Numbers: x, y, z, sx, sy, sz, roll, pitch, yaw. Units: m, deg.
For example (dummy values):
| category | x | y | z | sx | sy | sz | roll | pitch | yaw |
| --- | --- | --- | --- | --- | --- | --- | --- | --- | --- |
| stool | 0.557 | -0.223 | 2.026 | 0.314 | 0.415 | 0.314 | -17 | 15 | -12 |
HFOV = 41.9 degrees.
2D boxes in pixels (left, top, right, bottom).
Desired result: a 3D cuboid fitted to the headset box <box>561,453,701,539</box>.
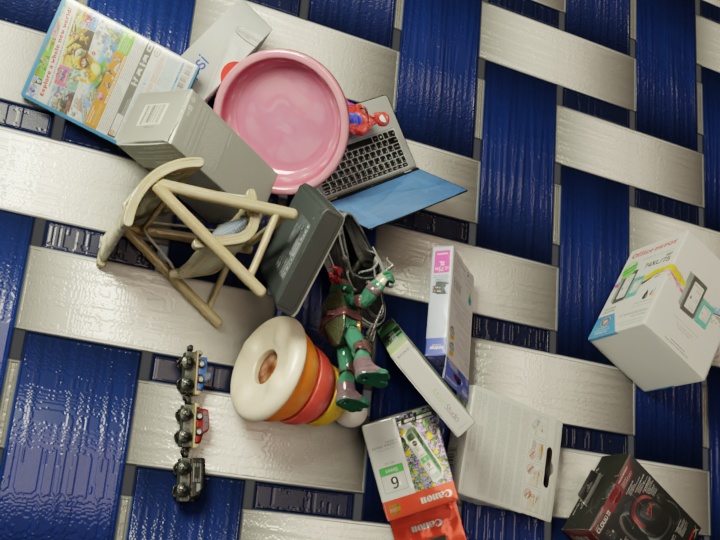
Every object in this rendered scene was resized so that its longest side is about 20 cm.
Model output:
| category | x | y | z | sx | sy | sz | roll | pitch | yaw |
| --- | --- | --- | --- | --- | --- | --- | --- | --- | --- |
| headset box | 0.420 | 0.398 | 1.475 | 0.200 | 0.075 | 0.149 | 44 | 63 | -10 |

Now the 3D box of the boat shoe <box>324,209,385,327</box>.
| category | x | y | z | sx | sy | sz | roll | pitch | yaw |
| --- | --- | --- | --- | --- | --- | --- | --- | --- | --- |
| boat shoe | 0.000 | 0.000 | 1.337 | 0.072 | 0.067 | 0.203 | -47 | 125 | -38 |

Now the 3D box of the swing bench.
| category | x | y | z | sx | sy | sz | roll | pitch | yaw |
| --- | --- | --- | --- | --- | --- | --- | --- | --- | --- |
| swing bench | -0.217 | -0.044 | 1.205 | 0.197 | 0.198 | 0.132 | 29 | 66 | -17 |

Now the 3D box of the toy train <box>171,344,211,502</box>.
| category | x | y | z | sx | sy | sz | roll | pitch | yaw |
| --- | --- | --- | --- | --- | --- | --- | --- | --- | --- |
| toy train | -0.220 | 0.200 | 1.236 | 0.045 | 0.034 | 0.205 | 7 | 75 | -28 |

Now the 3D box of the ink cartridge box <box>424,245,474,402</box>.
| category | x | y | z | sx | sy | sz | roll | pitch | yaw |
| --- | --- | --- | --- | --- | --- | --- | --- | --- | --- |
| ink cartridge box | 0.132 | 0.080 | 1.388 | 0.119 | 0.041 | 0.204 | 47 | 42 | -57 |

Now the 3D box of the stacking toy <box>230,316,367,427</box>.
| category | x | y | z | sx | sy | sz | roll | pitch | yaw |
| --- | --- | --- | --- | --- | --- | --- | --- | --- | --- |
| stacking toy | -0.068 | 0.166 | 1.289 | 0.199 | 0.144 | 0.149 | 33 | 64 | -36 |

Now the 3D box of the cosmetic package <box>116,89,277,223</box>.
| category | x | y | z | sx | sy | sz | roll | pitch | yaw |
| --- | --- | --- | --- | --- | --- | --- | --- | --- | --- |
| cosmetic package | -0.210 | -0.146 | 1.239 | 0.200 | 0.105 | 0.092 | 46 | 56 | -45 |

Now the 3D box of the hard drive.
| category | x | y | z | sx | sy | sz | roll | pitch | yaw |
| --- | --- | --- | --- | --- | --- | --- | --- | --- | --- |
| hard drive | -0.082 | -0.034 | 1.244 | 0.032 | 0.200 | 0.142 | 25 | 98 | -18 |

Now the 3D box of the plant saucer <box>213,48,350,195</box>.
| category | x | y | z | sx | sy | sz | roll | pitch | yaw |
| --- | --- | --- | --- | --- | --- | --- | --- | --- | --- |
| plant saucer | -0.109 | -0.212 | 1.331 | 0.201 | 0.200 | 0.051 | 47 | 20 | -8 |

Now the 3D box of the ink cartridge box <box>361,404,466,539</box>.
| category | x | y | z | sx | sy | sz | roll | pitch | yaw |
| --- | --- | --- | --- | --- | --- | --- | --- | --- | --- |
| ink cartridge box | 0.078 | 0.302 | 1.325 | 0.107 | 0.050 | 0.204 | -15 | 83 | -2 |

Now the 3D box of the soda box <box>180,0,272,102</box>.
| category | x | y | z | sx | sy | sz | roll | pitch | yaw |
| --- | --- | --- | --- | --- | --- | --- | --- | --- | --- |
| soda box | -0.215 | -0.295 | 1.344 | 0.068 | 0.063 | 0.201 | 43 | 64 | -9 |

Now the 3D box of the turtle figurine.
| category | x | y | z | sx | sy | sz | roll | pitch | yaw |
| --- | --- | --- | --- | --- | --- | --- | --- | --- | --- |
| turtle figurine | -0.007 | 0.076 | 1.257 | 0.098 | 0.151 | 0.203 | 2 | 53 | -8 |

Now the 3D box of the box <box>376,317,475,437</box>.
| category | x | y | z | sx | sy | sz | roll | pitch | yaw |
| --- | --- | --- | --- | --- | --- | --- | --- | --- | --- |
| box | 0.086 | 0.144 | 1.310 | 0.036 | 0.200 | 0.145 | -40 | 97 | -1 |

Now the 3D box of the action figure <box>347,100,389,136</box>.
| category | x | y | z | sx | sy | sz | roll | pitch | yaw |
| --- | --- | --- | --- | --- | --- | --- | --- | --- | --- |
| action figure | -0.050 | -0.240 | 1.399 | 0.195 | 0.052 | 0.066 | 9 | 46 | -17 |

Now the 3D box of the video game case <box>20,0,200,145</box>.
| category | x | y | z | sx | sy | sz | roll | pitch | yaw |
| --- | --- | --- | --- | --- | --- | --- | --- | --- | --- |
| video game case | -0.332 | -0.253 | 1.254 | 0.197 | 0.018 | 0.145 | 26 | 94 | -9 |

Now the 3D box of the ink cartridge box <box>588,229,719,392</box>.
| category | x | y | z | sx | sy | sz | roll | pitch | yaw |
| --- | --- | --- | --- | --- | --- | --- | --- | --- | --- |
| ink cartridge box | 0.508 | 0.069 | 1.559 | 0.145 | 0.146 | 0.202 | 40 | 63 | -11 |

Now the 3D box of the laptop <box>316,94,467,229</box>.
| category | x | y | z | sx | sy | sz | roll | pitch | yaw |
| --- | --- | --- | --- | --- | --- | --- | --- | --- | --- |
| laptop | 0.025 | -0.167 | 1.400 | 0.185 | 0.116 | 0.204 | -21 | 87 | -29 |

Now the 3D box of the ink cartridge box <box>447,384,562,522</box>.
| category | x | y | z | sx | sy | sz | roll | pitch | yaw |
| --- | --- | --- | --- | --- | --- | --- | --- | --- | --- |
| ink cartridge box | 0.219 | 0.281 | 1.432 | 0.197 | 0.047 | 0.164 | 24 | 67 | -31 |
